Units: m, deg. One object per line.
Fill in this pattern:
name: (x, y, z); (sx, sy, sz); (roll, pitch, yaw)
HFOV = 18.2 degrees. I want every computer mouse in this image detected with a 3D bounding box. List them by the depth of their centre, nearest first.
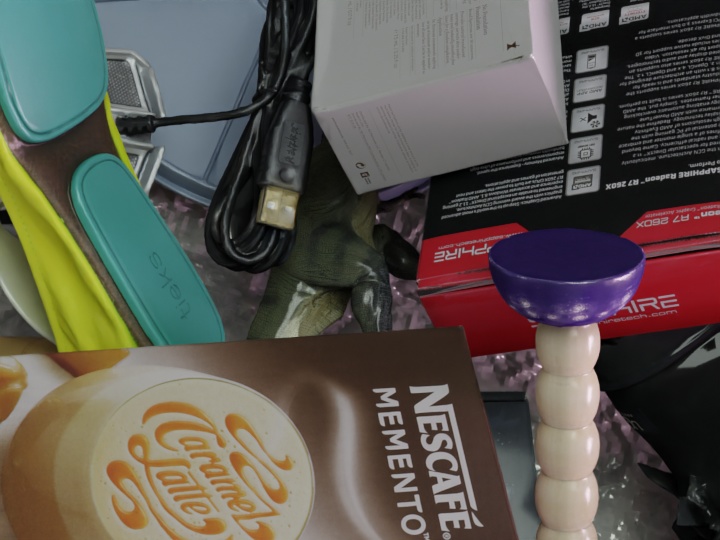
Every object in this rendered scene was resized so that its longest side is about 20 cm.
computer mouse: (-0.108, -0.051, 0.854); (0.200, 0.044, 0.110); (-1, 77, 18)

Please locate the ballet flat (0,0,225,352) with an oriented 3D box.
ballet flat: (-0.114, -0.040, 0.785); (0.067, 0.067, 0.200); (-38, 109, -53)

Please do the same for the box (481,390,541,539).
box: (-0.010, 0.147, 0.827); (0.160, 0.044, 0.200); (0, 70, -11)

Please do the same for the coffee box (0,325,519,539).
coffee box: (-0.056, 0.089, 0.738); (0.200, 0.080, 0.114); (-4, 52, -12)

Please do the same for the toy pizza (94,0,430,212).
toy pizza: (-0.033, -0.110, 0.926); (0.200, 0.032, 0.200); (4, 70, -12)

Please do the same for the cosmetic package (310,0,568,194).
cosmetic package: (0.030, -0.122, 0.847); (0.082, 0.051, 0.200); (-14, 45, 17)

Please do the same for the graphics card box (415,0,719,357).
graphics card box: (0.093, -0.063, 0.832); (0.125, 0.051, 0.200); (-10, 48, 20)

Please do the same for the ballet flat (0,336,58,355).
ballet flat: (-0.160, 0.111, 0.809); (0.063, 0.069, 0.200); (14, 62, 24)

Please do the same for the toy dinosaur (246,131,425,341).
toy dinosaur: (0.000, 0.000, 0.849); (0.088, 0.047, 0.200); (20, 61, 5)

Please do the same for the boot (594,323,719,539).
boot: (0.187, 0.041, 0.846); (0.198, 0.073, 0.163); (-36, 108, -4)

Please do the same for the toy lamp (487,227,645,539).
toy lamp: (0.071, 0.088, 0.759); (0.058, 0.058, 0.200); (-7, 112, -14)
